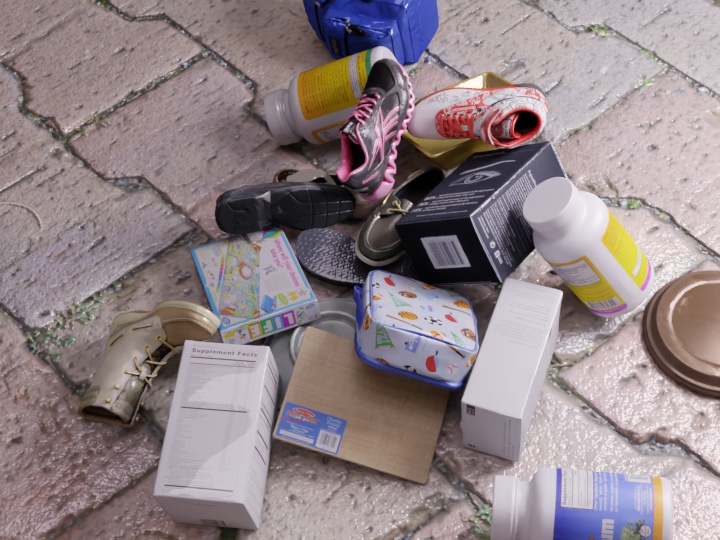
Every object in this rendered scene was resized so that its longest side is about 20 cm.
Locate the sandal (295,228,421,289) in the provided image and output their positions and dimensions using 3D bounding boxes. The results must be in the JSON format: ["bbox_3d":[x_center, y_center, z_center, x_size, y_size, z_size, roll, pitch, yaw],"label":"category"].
[{"bbox_3d":[0.000,0.001,1.634,0.200,0.043,0.076,20,64,8],"label":"sandal"}]

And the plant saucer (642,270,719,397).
[{"bbox_3d":[0.472,0.075,1.536,0.199,0.030,0.201,-2,52,3],"label":"plant saucer"}]

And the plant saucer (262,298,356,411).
[{"bbox_3d":[-0.038,0.108,1.545,0.199,0.050,0.201,-2,52,3],"label":"plant saucer"}]

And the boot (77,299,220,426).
[{"bbox_3d":[-0.274,0.122,1.508,0.200,0.072,0.155,-12,46,39],"label":"boot"}]

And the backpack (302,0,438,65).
[{"bbox_3d":[0.003,-0.418,1.868,0.200,0.163,0.168,23,62,20],"label":"backpack"}]

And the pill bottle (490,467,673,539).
[{"bbox_3d":[0.251,0.285,1.346,0.199,0.112,0.112,3,53,8],"label":"pill bottle"}]

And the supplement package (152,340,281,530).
[{"bbox_3d":[-0.169,0.200,1.433,0.113,0.110,0.201,4,62,8],"label":"supplement package"}]

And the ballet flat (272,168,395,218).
[{"bbox_3d":[-0.034,-0.116,1.703,0.199,0.067,0.068,2,53,6],"label":"ballet flat"}]

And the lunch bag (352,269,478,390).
[{"bbox_3d":[0.064,0.071,1.488,0.160,0.076,0.200,15,19,-6],"label":"lunch bag"}]

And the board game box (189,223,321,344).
[{"bbox_3d":[-0.147,0.017,1.601,0.134,0.034,0.200,-18,38,-8],"label":"board game box"}]

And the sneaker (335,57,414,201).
[{"bbox_3d":[0.012,-0.201,1.622,0.079,0.095,0.201,7,86,42],"label":"sneaker"}]

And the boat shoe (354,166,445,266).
[{"bbox_3d":[0.058,-0.079,1.638,0.072,0.060,0.202,35,46,9],"label":"boat shoe"}]

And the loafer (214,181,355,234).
[{"bbox_3d":[-0.107,-0.100,1.660,0.199,0.073,0.072,-2,30,-9],"label":"loafer"}]

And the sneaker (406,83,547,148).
[{"bbox_3d":[0.156,-0.207,1.608,0.201,0.067,0.108,-7,27,10],"label":"sneaker"}]

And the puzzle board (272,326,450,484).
[{"bbox_3d":[0.005,0.169,1.476,0.199,0.017,0.151,17,70,1],"label":"puzzle board"}]

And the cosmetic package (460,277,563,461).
[{"bbox_3d":[0.190,0.123,1.475,0.081,0.113,0.200,13,57,15],"label":"cosmetic package"}]

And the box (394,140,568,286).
[{"bbox_3d":[0.170,-0.076,1.574,0.148,0.105,0.200,-3,30,50],"label":"box"}]

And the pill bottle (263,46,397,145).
[{"bbox_3d":[-0.038,-0.254,1.758,0.199,0.113,0.113,-15,50,21],"label":"pill bottle"}]

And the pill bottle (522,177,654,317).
[{"bbox_3d":[0.292,-0.032,1.516,0.104,0.200,0.104,-27,40,25],"label":"pill bottle"}]

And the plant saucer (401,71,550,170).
[{"bbox_3d":[0.154,-0.216,1.741,0.199,0.049,0.200,-24,32,-12],"label":"plant saucer"}]
